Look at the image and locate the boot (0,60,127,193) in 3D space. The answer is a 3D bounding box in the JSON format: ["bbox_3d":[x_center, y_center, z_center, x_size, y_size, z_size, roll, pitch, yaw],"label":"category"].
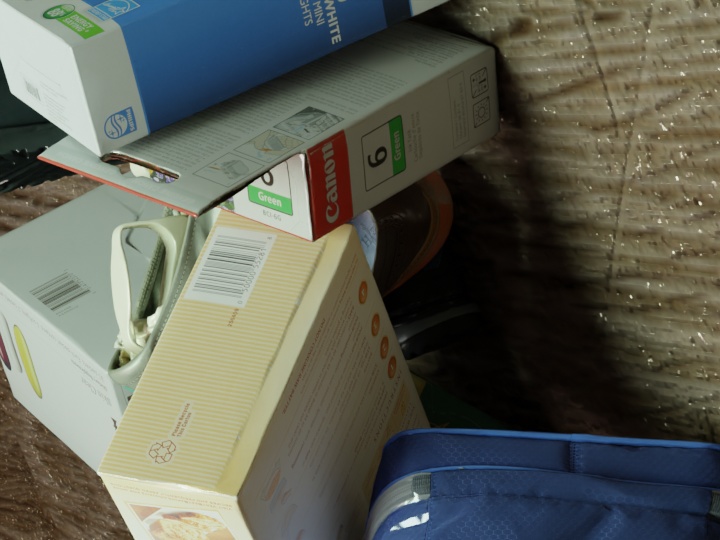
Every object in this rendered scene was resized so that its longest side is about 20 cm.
[{"bbox_3d":[-0.187,-0.136,1.649,0.076,0.199,0.169,73,-175,-75],"label":"boot"}]

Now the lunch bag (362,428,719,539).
[{"bbox_3d":[0.098,0.145,1.369,0.136,0.199,0.133,96,177,-55],"label":"lunch bag"}]

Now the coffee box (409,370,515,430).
[{"bbox_3d":[0.019,0.099,1.620,0.123,0.044,0.200,31,164,-14],"label":"coffee box"}]

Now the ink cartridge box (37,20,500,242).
[{"bbox_3d":[-0.040,-0.060,1.385,0.109,0.200,0.051,20,129,38],"label":"ink cartridge box"}]

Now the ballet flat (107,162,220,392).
[{"bbox_3d":[-0.092,-0.033,1.536,0.067,0.063,0.201,165,115,-69],"label":"ballet flat"}]

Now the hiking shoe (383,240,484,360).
[{"bbox_3d":[0.000,0.000,1.608,0.200,0.074,0.087,-5,101,60],"label":"hiking shoe"}]

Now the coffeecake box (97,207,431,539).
[{"bbox_3d":[-0.036,0.094,1.410,0.073,0.154,0.200,8,145,23],"label":"coffeecake box"}]

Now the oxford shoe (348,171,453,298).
[{"bbox_3d":[-0.035,0.023,1.509,0.071,0.073,0.200,42,120,13],"label":"oxford shoe"}]

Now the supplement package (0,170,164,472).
[{"bbox_3d":[-0.117,0.036,1.793,0.200,0.155,0.111,33,145,53],"label":"supplement package"}]

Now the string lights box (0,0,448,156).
[{"bbox_3d":[-0.062,-0.130,1.385,0.103,0.199,0.059,33,144,53],"label":"string lights box"}]
